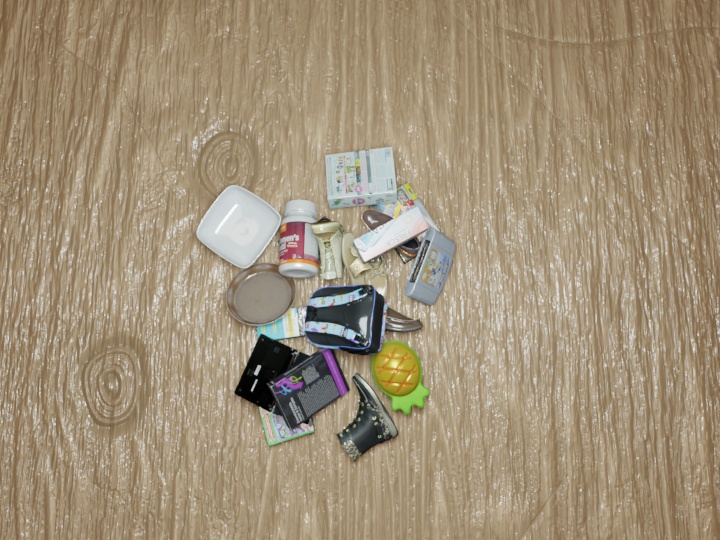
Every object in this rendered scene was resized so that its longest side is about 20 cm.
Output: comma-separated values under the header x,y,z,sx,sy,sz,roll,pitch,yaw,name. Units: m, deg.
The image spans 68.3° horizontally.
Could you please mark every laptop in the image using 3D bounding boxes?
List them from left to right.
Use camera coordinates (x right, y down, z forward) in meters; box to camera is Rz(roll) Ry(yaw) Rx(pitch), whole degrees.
x,y,z,sx,sy,sz,roll,pitch,yaw,name
-0.211,0.298,1.460,0.199,0.103,0.178,20,81,22,laptop

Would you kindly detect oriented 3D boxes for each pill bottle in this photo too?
x,y,z,sx,sy,sz,roll,pitch,yaw,name
-0.171,-0.088,1.483,0.109,0.110,0.201,0,74,-1,pill bottle

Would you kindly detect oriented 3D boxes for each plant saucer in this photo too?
x,y,z,sx,sy,sz,roll,pitch,yaw,name
-0.277,0.070,1.493,0.199,0.032,0.201,-1,58,2,plant saucer

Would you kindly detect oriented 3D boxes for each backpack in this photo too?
x,y,z,sx,sy,sz,roll,pitch,yaw,name
-0.043,0.132,1.420,0.199,0.135,0.184,-2,72,22,backpack

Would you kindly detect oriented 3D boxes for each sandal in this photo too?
x,y,z,sx,sy,sz,roll,pitch,yaw,name
0.003,-0.002,1.477,0.069,0.077,0.213,7,113,35,sandal

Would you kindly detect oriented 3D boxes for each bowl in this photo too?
x,y,z,sx,sy,sz,roll,pitch,yaw,name
-0.343,-0.122,1.529,0.199,0.075,0.201,34,83,4,bowl

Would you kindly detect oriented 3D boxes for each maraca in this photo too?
x,y,z,sx,sy,sz,roll,pitch,yaw,name
0.108,0.292,1.455,0.136,0.107,0.201,-25,83,3,maraca

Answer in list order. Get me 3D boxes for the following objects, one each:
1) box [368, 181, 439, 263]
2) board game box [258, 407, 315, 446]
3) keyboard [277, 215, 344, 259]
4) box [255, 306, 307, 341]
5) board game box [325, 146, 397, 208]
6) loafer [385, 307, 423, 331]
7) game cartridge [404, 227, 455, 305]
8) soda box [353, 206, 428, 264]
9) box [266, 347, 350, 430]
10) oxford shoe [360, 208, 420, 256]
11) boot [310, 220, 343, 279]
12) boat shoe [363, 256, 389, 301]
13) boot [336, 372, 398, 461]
x,y,z,sx,sy,sz,roll,pitch,yaw,name
0.132,-0.140,1.553,0.136,0.038,0.201,-32,83,-4,box
-0.217,0.370,1.480,0.134,0.029,0.201,-16,82,-2,board game box
-0.143,-0.092,1.554,0.199,0.021,0.128,-9,82,-3,keyboard
-0.191,0.149,1.502,0.199,0.049,0.083,-8,82,-1,box
0.002,-0.267,1.537,0.198,0.064,0.149,-5,70,4,board game box
0.078,0.135,1.494,0.198,0.073,0.072,5,83,0,loafer
0.200,-0.007,1.493,0.041,0.133,0.201,18,86,47,game cartridge
0.081,-0.094,1.422,0.199,0.064,0.069,-28,86,-5,soda box
-0.137,0.312,1.426,0.199,0.036,0.144,-30,110,-27,box
0.089,-0.116,1.494,0.199,0.073,0.071,33,84,4,oxford shoe
-0.087,-0.053,1.446,0.072,0.200,0.156,0,89,10,boot
0.038,-0.006,1.520,0.071,0.065,0.201,-13,82,-2,boat shoe
-0.007,0.402,1.450,0.153,0.073,0.204,-32,90,-7,boot
